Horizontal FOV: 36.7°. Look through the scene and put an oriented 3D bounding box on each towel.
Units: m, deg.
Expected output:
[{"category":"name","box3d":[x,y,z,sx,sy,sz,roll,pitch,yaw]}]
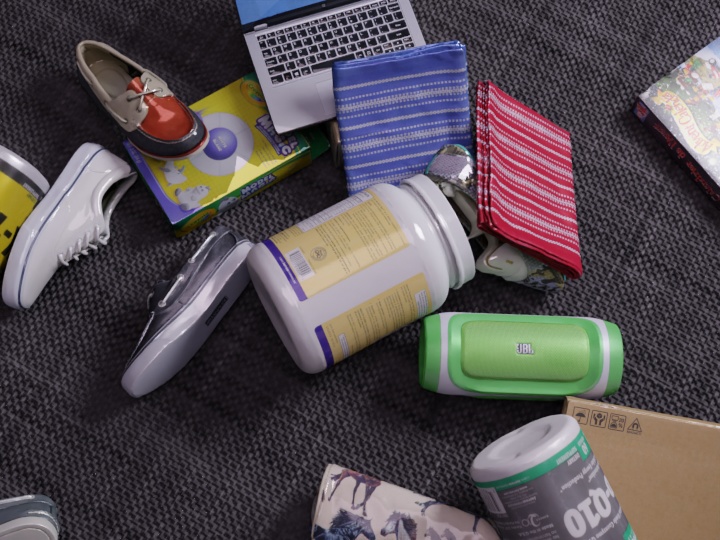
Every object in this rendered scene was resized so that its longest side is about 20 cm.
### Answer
[{"category":"towel","box3d":[0.051,-0.135,1.148,0.144,0.024,0.200,-11,113,-6]},{"category":"towel","box3d":[0.179,-0.098,1.144,0.144,0.022,0.200,26,51,-30]}]

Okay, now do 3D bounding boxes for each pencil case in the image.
[{"category":"pencil case","box3d":[0.047,0.261,1.057,0.200,0.078,0.090,18,82,4]}]

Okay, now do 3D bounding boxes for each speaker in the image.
[{"category":"speaker","box3d":[0.162,0.088,1.113,0.199,0.088,0.089,2,72,-2]}]

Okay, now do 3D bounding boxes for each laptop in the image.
[{"category":"laptop","box3d":[-0.030,-0.274,1.128,0.187,0.116,0.200,-17,74,-6]}]

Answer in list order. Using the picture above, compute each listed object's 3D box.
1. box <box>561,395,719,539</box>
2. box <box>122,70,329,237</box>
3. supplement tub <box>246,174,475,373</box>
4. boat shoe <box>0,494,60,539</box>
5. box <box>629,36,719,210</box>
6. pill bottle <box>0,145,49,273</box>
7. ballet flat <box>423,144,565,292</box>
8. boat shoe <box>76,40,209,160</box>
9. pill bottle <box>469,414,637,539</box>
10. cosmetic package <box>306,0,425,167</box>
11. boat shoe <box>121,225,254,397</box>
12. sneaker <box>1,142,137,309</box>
[{"category":"box","box3d":[0.287,0.223,1.081,0.200,0.021,0.164,10,93,0]},{"category":"box","box3d":[-0.144,-0.136,1.192,0.200,0.048,0.117,-31,75,-13]},{"category":"supplement tub","box3d":[0.000,0.000,1.102,0.200,0.145,0.146,-27,75,-11]},{"category":"boat shoe","box3d":[-0.391,0.267,1.059,0.200,0.073,0.062,-14,30,0]},{"category":"box","box3d":[0.423,-0.153,1.223,0.136,0.038,0.200,-36,77,-12]},{"category":"pill bottle","box3d":[-0.417,-0.031,1.113,0.114,0.114,0.200,25,74,6]},{"category":"ballet flat","box3d":[0.133,-0.038,1.140,0.072,0.072,0.200,-42,99,-14]},{"category":"boat shoe","box3d":[-0.237,-0.183,1.159,0.071,0.063,0.200,-39,55,-19]},{"category":"pill bottle","box3d":[0.195,0.248,1.018,0.113,0.113,0.200,-28,93,-10]},{"category":"cosmetic package","box3d":[0.000,-0.226,1.213,0.103,0.073,0.200,-13,74,-6]},{"category":"boat shoe","box3d":[-0.188,0.038,1.122,0.068,0.072,0.200,34,79,17]},{"category":"sneaker","box3d":[-0.304,-0.043,1.142,0.071,0.073,0.200,23,73,8]}]
